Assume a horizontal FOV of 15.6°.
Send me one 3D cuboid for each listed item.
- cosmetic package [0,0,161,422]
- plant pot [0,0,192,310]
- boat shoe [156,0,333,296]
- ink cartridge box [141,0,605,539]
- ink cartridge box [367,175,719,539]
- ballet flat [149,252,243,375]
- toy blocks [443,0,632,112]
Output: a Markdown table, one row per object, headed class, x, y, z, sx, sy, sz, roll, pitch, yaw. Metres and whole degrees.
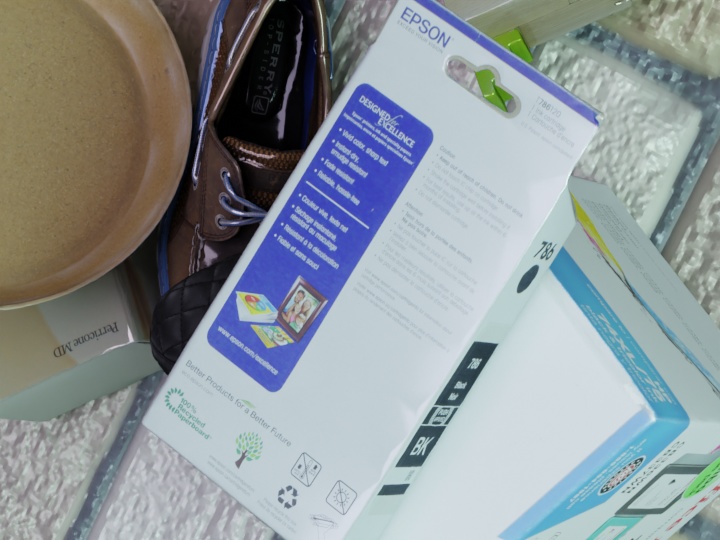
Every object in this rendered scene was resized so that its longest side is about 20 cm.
| class | x | y | z | sx | sy | sz | roll | pitch | yaw |
| --- | --- | --- | --- | --- | --- | --- | --- | --- | --- |
| cosmetic package | -0.159 | -0.037 | 1.274 | 0.105 | 0.071 | 0.201 | -25 | 75 | 21 |
| plant pot | -0.177 | -0.071 | 1.201 | 0.198 | 0.028 | 0.202 | 5 | 68 | -11 |
| boat shoe | -0.051 | -0.042 | 1.207 | 0.072 | 0.072 | 0.202 | 4 | 86 | -14 |
| ink cartridge box | 0.009 | 0.003 | 0.985 | 0.099 | 0.039 | 0.201 | 37 | 103 | 22 |
| ink cartridge box | 0.059 | 0.054 | 1.089 | 0.147 | 0.200 | 0.146 | -43 | 71 | 16 |
| ballet flat | 0.000 | 0.000 | 1.166 | 0.199 | 0.067 | 0.057 | -28 | 36 | -9 |
| toy blocks | 0.087 | -0.188 | 1.166 | 0.136 | 0.100 | 0.201 | -21 | 67 | 9 |
